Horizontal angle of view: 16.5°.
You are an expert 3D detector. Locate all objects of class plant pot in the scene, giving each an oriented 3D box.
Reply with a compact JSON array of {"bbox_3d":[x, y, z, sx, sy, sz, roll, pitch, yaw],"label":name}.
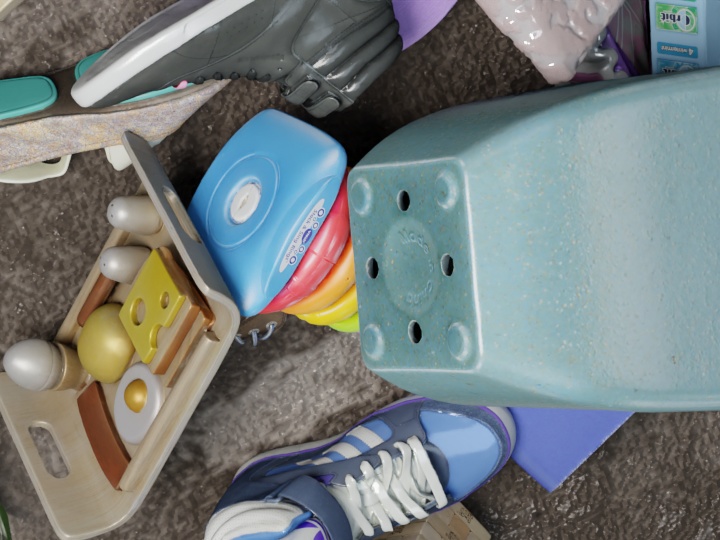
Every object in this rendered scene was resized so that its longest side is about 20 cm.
[{"bbox_3d":[0.106,-0.011,1.405,0.200,0.196,0.197,-5,92,-34],"label":"plant pot"}]

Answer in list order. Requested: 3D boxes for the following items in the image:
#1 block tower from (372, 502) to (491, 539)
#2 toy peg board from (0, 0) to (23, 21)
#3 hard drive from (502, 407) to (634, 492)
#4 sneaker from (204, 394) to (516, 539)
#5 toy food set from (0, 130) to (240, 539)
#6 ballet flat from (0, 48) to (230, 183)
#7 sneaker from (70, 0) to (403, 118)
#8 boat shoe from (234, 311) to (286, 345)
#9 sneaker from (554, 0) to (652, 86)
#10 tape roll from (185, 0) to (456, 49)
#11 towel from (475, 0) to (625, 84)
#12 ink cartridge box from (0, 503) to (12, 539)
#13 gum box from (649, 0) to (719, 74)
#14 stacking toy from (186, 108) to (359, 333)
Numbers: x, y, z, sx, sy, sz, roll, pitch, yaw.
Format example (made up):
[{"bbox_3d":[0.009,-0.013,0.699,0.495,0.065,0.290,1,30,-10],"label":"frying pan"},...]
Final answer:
[{"bbox_3d":[0.014,0.235,1.591,0.058,0.054,0.200,47,53,-22],"label":"block tower"},{"bbox_3d":[-0.184,-0.277,1.384,0.199,0.098,0.200,-40,85,17],"label":"toy peg board"},{"bbox_3d":[0.093,0.029,1.571,0.200,0.025,0.132,42,107,-7],"label":"hard drive"},{"bbox_3d":[-0.002,0.150,1.537,0.199,0.147,0.081,-16,109,13],"label":"sneaker"},{"bbox_3d":[-0.152,0.039,1.464,0.060,0.144,0.200,7,126,-36],"label":"toy food set"},{"bbox_3d":[-0.170,-0.090,1.493,0.199,0.068,0.067,-10,130,-5],"label":"ballet flat"},{"bbox_3d":[-0.062,-0.118,1.428,0.200,0.071,0.099,-29,108,-7],"label":"sneaker"},{"bbox_3d":[-0.077,0.009,1.537,0.072,0.072,0.200,40,95,-24],"label":"boat shoe"},{"bbox_3d":[0.152,-0.164,1.538,0.088,0.080,0.200,-38,117,-18],"label":"sneaker"},{"bbox_3d":[-0.026,-0.222,1.476,0.199,0.066,0.201,-4,109,-13],"label":"tape roll"},{"bbox_3d":[0.102,-0.242,1.450,0.200,0.032,0.191,47,63,-18],"label":"towel"},{"bbox_3d":[-0.281,0.104,1.502,0.059,0.104,0.200,-28,113,-3],"label":"ink cartridge box"},{"bbox_3d":[0.245,-0.130,1.539,0.170,0.044,0.201,-26,118,-43],"label":"gum box"},{"bbox_3d":[0.000,0.000,1.490,0.200,0.110,0.116,31,91,-38],"label":"stacking toy"}]
